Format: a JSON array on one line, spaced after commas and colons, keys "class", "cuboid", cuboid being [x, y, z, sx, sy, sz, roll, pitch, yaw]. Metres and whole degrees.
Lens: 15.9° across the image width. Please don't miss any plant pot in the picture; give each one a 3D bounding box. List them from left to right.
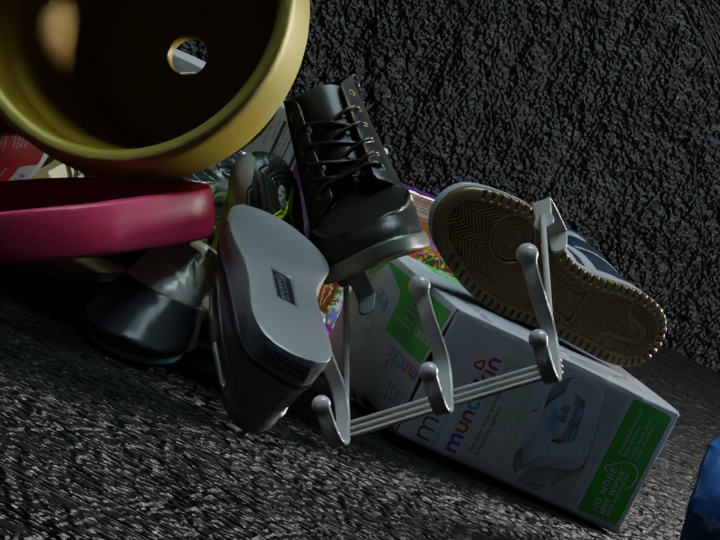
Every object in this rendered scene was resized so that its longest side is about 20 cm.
[{"class": "plant pot", "cuboid": [-0.122, -0.145, 1.572, 0.200, 0.202, 0.189, 26, -3, 11]}]

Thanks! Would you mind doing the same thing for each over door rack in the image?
[{"class": "over door rack", "cuboid": [0.046, 0.019, 1.549, 0.200, 0.147, 0.067, -81, 151, -62]}]

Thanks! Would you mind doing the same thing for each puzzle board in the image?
[{"class": "puzzle board", "cuboid": [-0.252, -0.035, 1.681, 0.199, 0.017, 0.151, 26, 6, 11]}]

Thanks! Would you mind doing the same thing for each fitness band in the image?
[{"class": "fitness band", "cuboid": [-0.173, -0.029, 1.496, 0.143, 0.038, 0.200, 5, 10, 34]}]

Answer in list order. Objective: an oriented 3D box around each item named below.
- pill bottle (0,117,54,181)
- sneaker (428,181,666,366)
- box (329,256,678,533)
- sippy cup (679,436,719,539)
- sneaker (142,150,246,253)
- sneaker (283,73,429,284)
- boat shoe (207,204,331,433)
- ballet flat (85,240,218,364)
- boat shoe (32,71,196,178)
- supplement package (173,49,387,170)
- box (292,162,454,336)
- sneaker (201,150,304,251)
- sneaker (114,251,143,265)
[{"class": "pill bottle", "cuboid": [-0.256, -0.097, 1.595, 0.112, 0.113, 0.200, 26, 14, 17]}, {"class": "sneaker", "cuboid": [0.108, -0.008, 1.734, 0.199, 0.070, 0.109, 32, 7, -30]}, {"class": "box", "cuboid": [0.087, 0.077, 1.732, 0.176, 0.097, 0.200, 26, 6, -18]}, {"class": "sippy cup", "cuboid": [0.263, 0.162, 1.574, 0.129, 0.179, 0.140, 15, 47, 13]}, {"class": "sneaker", "cuboid": [-0.121, -0.044, 1.775, 0.078, 0.087, 0.200, 44, 18, 25]}, {"class": "sneaker", "cuboid": [-0.013, -0.059, 1.608, 0.074, 0.107, 0.200, -20, 11, -3]}, {"class": "boat shoe", "cuboid": [-0.057, 0.028, 1.491, 0.072, 0.066, 0.200, 26, 20, -21]}, {"class": "ballet flat", "cuboid": [-0.114, 0.013, 1.551, 0.073, 0.073, 0.200, 26, 5, 9]}, {"class": "boat shoe", "cuboid": [-0.176, -0.087, 1.769, 0.073, 0.063, 0.200, 38, 35, 21]}, {"class": "supplement package", "cuboid": [-0.112, -0.070, 1.948, 0.199, 0.151, 0.152, 26, 4, 14]}, {"class": "box", "cuboid": [0.000, 0.000, 1.849, 0.039, 0.138, 0.200, 27, 6, 35]}, {"class": "sneaker", "cuboid": [-0.075, -0.005, 1.671, 0.076, 0.076, 0.201, 5, -34, 5]}, {"class": "sneaker", "cuboid": [-0.183, -0.047, 1.850, 0.199, 0.067, 0.091, 22, 8, -11]}]
